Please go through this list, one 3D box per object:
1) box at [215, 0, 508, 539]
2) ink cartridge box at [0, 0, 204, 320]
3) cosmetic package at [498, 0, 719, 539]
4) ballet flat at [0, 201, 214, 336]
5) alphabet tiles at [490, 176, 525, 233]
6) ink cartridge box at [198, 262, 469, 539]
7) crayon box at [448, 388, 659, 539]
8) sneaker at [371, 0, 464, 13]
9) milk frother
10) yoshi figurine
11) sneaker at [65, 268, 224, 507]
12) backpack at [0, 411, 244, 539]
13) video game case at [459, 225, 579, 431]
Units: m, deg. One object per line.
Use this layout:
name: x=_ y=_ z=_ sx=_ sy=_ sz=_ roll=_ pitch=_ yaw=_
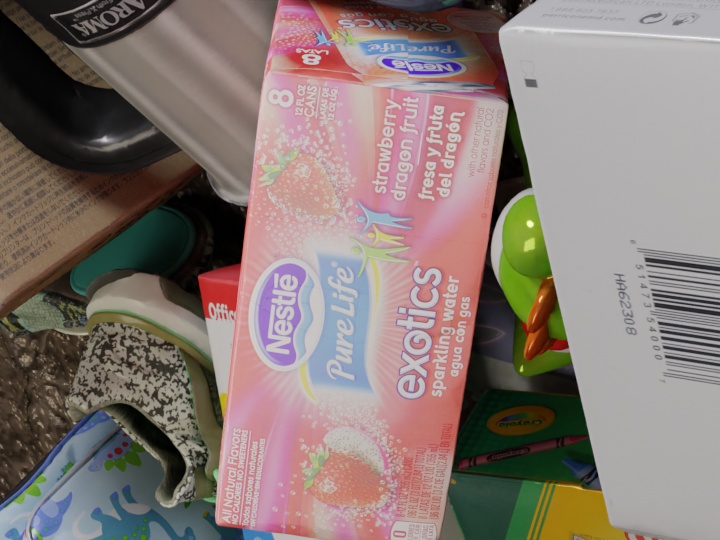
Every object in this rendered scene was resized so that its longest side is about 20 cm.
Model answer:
box: x=0.000 y=0.000 z=1.004 sx=0.094 sy=0.103 sz=0.201 roll=7 pitch=116 yaw=-1
ink cartridge box: x=-0.178 y=-0.071 z=1.173 sx=0.165 sy=0.200 sz=0.075 roll=52 pitch=129 yaw=-1
cosmetic package: x=0.168 y=-0.035 z=0.870 sx=0.123 sy=0.200 sz=0.200 roll=8 pitch=125 yaw=37
ballet flat: x=-0.132 y=0.005 z=1.315 sx=0.200 sy=0.074 sz=0.074 roll=1 pitch=121 yaw=46
alphabet tiles: x=0.131 y=0.027 z=1.111 sx=0.200 sy=0.006 sz=0.167 roll=-10 pitch=113 yaw=48
ink cartridge box: x=-0.015 y=0.055 z=1.155 sx=0.116 sy=0.067 sz=0.201 roll=3 pitch=105 yaw=63
crayon box: x=0.146 y=0.119 z=1.091 sx=0.199 sy=0.058 sz=0.119 roll=3 pitch=132 yaw=31
sneaker: x=0.026 y=-0.129 z=0.926 sx=0.087 sy=0.075 sz=0.200 roll=19 pitch=-177 yaw=-25
milk frother: x=-0.088 y=-0.158 z=1.091 sx=0.180 sy=0.200 sz=0.188 roll=-8 pitch=140 yaw=43
yoshi figurine: x=0.101 y=-0.024 z=0.973 sx=0.112 sy=0.200 sz=0.112 roll=-12 pitch=85 yaw=9
sneaker: x=-0.068 y=0.089 z=1.231 sx=0.200 sy=0.089 sz=0.077 roll=36 pitch=151 yaw=-16
backpack: x=-0.097 y=0.170 z=1.306 sx=0.200 sy=0.183 sz=0.147 roll=45 pitch=145 yaw=-1
video game case: x=0.058 y=0.067 z=1.192 sx=0.182 sy=0.023 sz=0.200 roll=40 pitch=142 yaw=15
